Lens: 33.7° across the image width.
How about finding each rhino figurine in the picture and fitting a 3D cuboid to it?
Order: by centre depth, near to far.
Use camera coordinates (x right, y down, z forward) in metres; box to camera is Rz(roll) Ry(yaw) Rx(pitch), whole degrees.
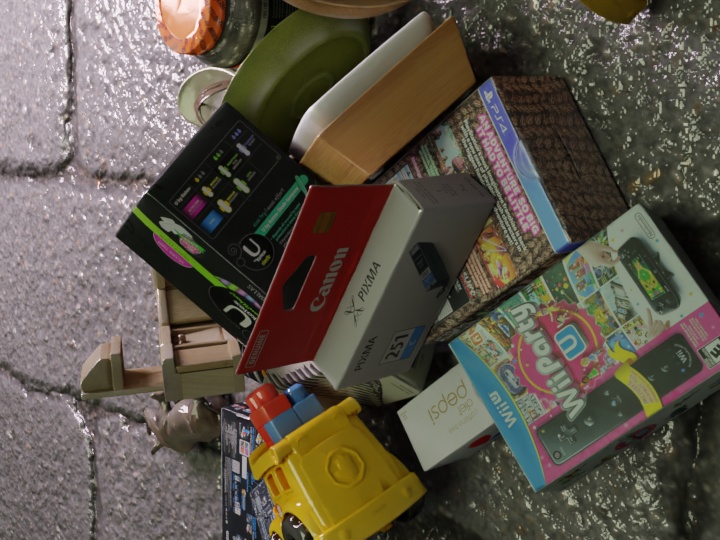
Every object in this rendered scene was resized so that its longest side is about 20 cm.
[{"bbox_3d":[-0.232,0.189,1.522,0.200,0.060,0.088,-30,85,50],"label":"rhino figurine"}]

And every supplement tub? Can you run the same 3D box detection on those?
[{"bbox_3d":[-0.097,-0.264,1.194,0.122,0.199,0.123,9,103,46],"label":"supplement tub"}]

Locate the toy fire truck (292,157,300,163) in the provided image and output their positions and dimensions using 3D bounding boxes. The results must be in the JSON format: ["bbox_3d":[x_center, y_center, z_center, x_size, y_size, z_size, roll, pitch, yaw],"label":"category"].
[{"bbox_3d":[-0.066,-0.098,1.263,0.199,0.141,0.049,-34,103,10],"label":"toy fire truck"}]

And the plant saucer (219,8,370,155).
[{"bbox_3d":[-0.056,-0.178,1.170,0.031,0.200,0.201,45,128,19],"label":"plant saucer"}]

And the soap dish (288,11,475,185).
[{"bbox_3d":[0.016,-0.140,1.081,0.081,0.157,0.200,48,170,-3],"label":"soap dish"}]

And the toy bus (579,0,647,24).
[{"bbox_3d":[0.196,-0.326,0.922,0.192,0.135,0.201,-42,62,28],"label":"toy bus"}]

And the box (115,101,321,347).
[{"bbox_3d":[-0.106,-0.030,1.118,0.200,0.125,0.148,40,155,-8],"label":"box"}]

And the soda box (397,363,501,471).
[{"bbox_3d":[0.122,0.113,1.112,0.200,0.063,0.068,-44,64,42],"label":"soda box"}]

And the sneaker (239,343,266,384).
[{"bbox_3d":[-0.099,0.044,1.344,0.077,0.078,0.201,34,131,40],"label":"sneaker"}]

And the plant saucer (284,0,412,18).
[{"bbox_3d":[-0.023,-0.292,1.119,0.200,0.199,0.036,49,145,31],"label":"plant saucer"}]

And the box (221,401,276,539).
[{"bbox_3d":[-0.101,0.269,1.399,0.158,0.046,0.202,11,104,47],"label":"box"}]

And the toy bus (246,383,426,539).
[{"bbox_3d":[-0.052,0.203,1.206,0.193,0.135,0.200,55,155,7],"label":"toy bus"}]

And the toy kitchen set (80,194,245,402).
[{"bbox_3d":[-0.216,0.026,1.229,0.200,0.162,0.182,-131,35,-73],"label":"toy kitchen set"}]

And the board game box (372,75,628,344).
[{"bbox_3d":[0.118,-0.052,1.064,0.200,0.096,0.160,-39,68,44],"label":"board game box"}]

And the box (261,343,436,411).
[{"bbox_3d":[-0.016,0.100,1.227,0.200,0.082,0.069,-26,38,51],"label":"box"}]

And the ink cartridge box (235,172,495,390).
[{"bbox_3d":[0.004,0.015,0.997,0.045,0.175,0.201,47,128,32],"label":"ink cartridge box"}]

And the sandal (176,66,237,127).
[{"bbox_3d":[-0.153,-0.190,1.375,0.200,0.057,0.080,23,113,44],"label":"sandal"}]

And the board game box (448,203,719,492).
[{"bbox_3d":[0.194,0.066,0.968,0.200,0.064,0.148,-38,67,19],"label":"board game box"}]
